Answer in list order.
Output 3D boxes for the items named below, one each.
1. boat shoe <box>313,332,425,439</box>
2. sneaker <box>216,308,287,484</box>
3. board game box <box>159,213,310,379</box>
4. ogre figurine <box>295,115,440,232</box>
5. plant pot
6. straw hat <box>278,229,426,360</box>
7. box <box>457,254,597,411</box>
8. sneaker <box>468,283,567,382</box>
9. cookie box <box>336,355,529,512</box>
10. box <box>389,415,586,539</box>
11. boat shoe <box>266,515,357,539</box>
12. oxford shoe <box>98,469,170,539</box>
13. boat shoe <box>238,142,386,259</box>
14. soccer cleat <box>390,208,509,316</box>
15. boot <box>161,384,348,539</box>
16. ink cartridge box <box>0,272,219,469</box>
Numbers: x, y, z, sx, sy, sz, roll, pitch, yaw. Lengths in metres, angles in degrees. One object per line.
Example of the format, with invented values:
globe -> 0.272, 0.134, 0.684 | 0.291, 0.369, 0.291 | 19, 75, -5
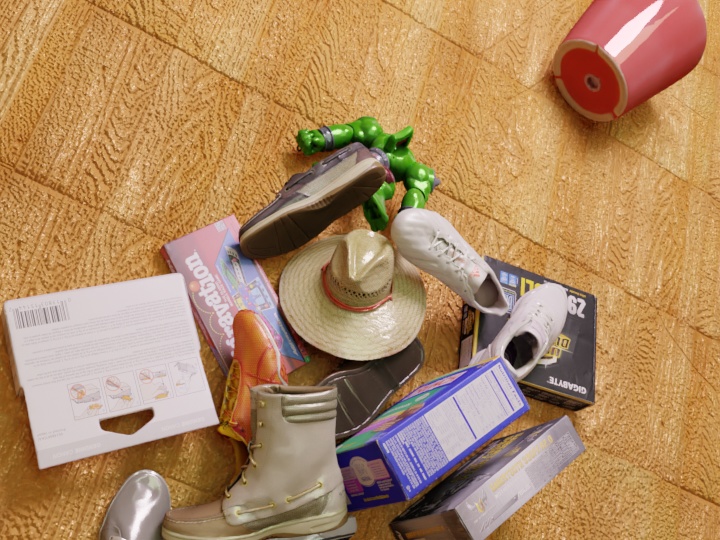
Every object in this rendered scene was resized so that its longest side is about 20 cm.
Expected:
boat shoe -> -0.008, 0.144, 1.117 | 0.198, 0.068, 0.073 | -27, 93, -34
sneaker -> -0.122, 0.145, 1.032 | 0.076, 0.073, 0.205 | -5, 87, -32
board game box -> -0.147, 0.042, 1.110 | 0.102, 0.019, 0.203 | -26, 84, -31
ogre figurine -> 0.022, -0.129, 1.212 | 0.198, 0.100, 0.119 | 30, 50, 30
plant pot -> 0.406, -0.338, 1.453 | 0.177, 0.200, 0.201 | -41, 92, -23
straw hat -> 0.000, 0.000, 1.125 | 0.196, 0.086, 0.204 | 8, 48, -9
box -> 0.230, 0.086, 1.272 | 0.196, 0.049, 0.163 | 19, 62, -20
sneaker -> 0.218, 0.083, 1.182 | 0.075, 0.100, 0.200 | 45, 57, -2
cookie box -> 0.067, 0.188, 1.077 | 0.198, 0.171, 0.076 | -28, 88, -33
box -> 0.148, 0.254, 1.099 | 0.198, 0.158, 0.049 | -30, 85, -32
boat shoe -> -0.086, 0.317, 1.005 | 0.197, 0.071, 0.069 | -11, 81, -33
oxford shoe -> -0.236, 0.299, 0.943 | 0.074, 0.058, 0.203 | 24, 60, -14
boat shoe -> -0.064, -0.085, 1.134 | 0.197, 0.074, 0.065 | -29, 58, -8
soccer cleat -> 0.115, -0.010, 1.150 | 0.199, 0.077, 0.070 | 37, 90, -37
boot -> -0.113, 0.200, 0.976 | 0.195, 0.072, 0.159 | -5, 97, -11
ink cartridge box -> -0.268, 0.106, 1.007 | 0.196, 0.045, 0.180 | -9, 75, -29
